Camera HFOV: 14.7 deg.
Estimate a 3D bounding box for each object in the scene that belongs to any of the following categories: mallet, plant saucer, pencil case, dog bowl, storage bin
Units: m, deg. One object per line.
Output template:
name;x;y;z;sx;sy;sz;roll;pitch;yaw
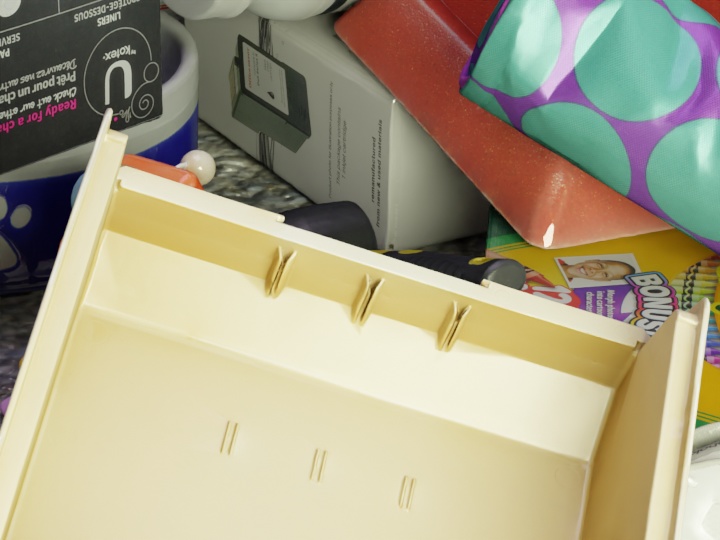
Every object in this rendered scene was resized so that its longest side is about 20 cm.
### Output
mallet;0.000;0.000;1.140;0.066;0.041;0.200;-14;9;-19
plant saucer;0.118;-0.089;1.228;0.199;0.037;0.200;-10;36;-25
pencil case;0.139;-0.061;1.098;0.200;0.093;0.085;33;4;6
dog bowl;-0.174;-0.065;1.290;0.199;0.079;0.200;1;25;0
storage bin;-0.009;0.068;0.850;0.199;0.094;0.199;17;53;-5

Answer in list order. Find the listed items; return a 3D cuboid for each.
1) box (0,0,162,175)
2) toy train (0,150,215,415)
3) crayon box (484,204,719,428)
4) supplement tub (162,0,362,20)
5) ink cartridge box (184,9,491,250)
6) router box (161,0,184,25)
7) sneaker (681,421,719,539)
box;-0.196;-0.122;1.186;0.200;0.115;0.132;22;34;40
toy train;-0.063;0.016;1.080;0.200;0.056;0.150;23;64;34
crayon box;0.105;0.040;1.098;0.118;0.058;0.200;3;25;3
supplement tub;0.002;-0.193;1.293;0.199;0.141;0.140;-13;28;-26
ink cartridge box;0.023;-0.094;1.350;0.145;0.084;0.200;-14;30;-28
router box;-0.059;-0.178;1.446;0.199;0.049;0.179;-14;-12;-29
sneaker;0.105;0.090;0.962;0.199;0.087;0.075;3;27;8
